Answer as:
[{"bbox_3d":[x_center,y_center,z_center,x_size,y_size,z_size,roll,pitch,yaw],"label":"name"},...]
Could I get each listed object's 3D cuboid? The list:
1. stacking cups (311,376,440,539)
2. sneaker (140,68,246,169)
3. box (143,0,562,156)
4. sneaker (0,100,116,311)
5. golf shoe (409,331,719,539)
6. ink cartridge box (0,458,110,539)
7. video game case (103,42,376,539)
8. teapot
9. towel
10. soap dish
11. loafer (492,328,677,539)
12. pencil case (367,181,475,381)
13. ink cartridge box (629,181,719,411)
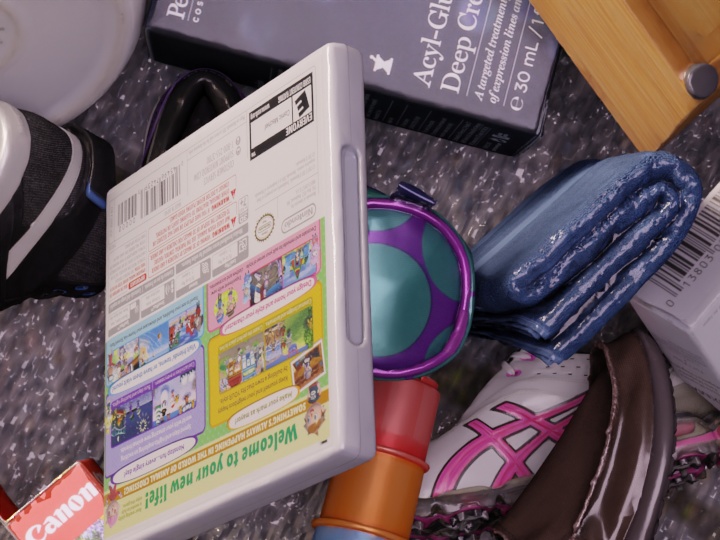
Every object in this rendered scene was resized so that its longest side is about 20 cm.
[{"bbox_3d":[-0.008,0.143,1.197,0.060,0.061,0.201,12,75,-2],"label":"stacking cups"},{"bbox_3d":[-0.088,0.000,1.259,0.075,0.088,0.201,1,86,-3],"label":"sneaker"},{"bbox_3d":[0.007,-0.156,1.265,0.199,0.107,0.149,14,86,-2],"label":"box"},{"bbox_3d":[-0.188,0.012,1.262,0.200,0.112,0.073,-49,48,22],"label":"sneaker"},{"bbox_3d":[0.082,0.082,1.278,0.199,0.073,0.093,-15,71,-9],"label":"golf shoe"},{"bbox_3d":[-0.129,0.132,1.237,0.050,0.109,0.200,-40,89,-4],"label":"ink cartridge box"},{"bbox_3d":[-0.058,0.019,1.130,0.022,0.200,0.183,12,66,-33],"label":"video game case"},{"bbox_3d":[-0.203,-0.162,1.236,0.199,0.197,0.147,17,43,-33],"label":"teapot"},{"bbox_3d":[0.099,-0.008,1.212,0.112,0.200,0.049,-42,94,-5],"label":"towel"},{"bbox_3d":[0.138,-0.178,1.185,0.157,0.081,0.200,-41,103,-14],"label":"soap dish"},{"bbox_3d":[0.099,0.122,1.193,0.071,0.073,0.201,12,80,-3],"label":"loafer"},{"bbox_3d":[0.000,0.000,1.208,0.092,0.200,0.085,33,89,-7],"label":"pencil case"},{"bbox_3d":[0.227,0.010,1.251,0.163,0.200,0.057,-48,53,-8],"label":"ink cartridge box"}]
